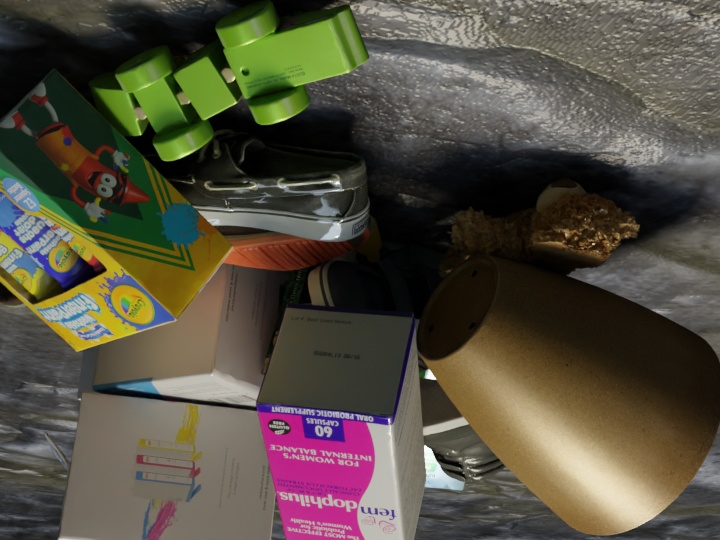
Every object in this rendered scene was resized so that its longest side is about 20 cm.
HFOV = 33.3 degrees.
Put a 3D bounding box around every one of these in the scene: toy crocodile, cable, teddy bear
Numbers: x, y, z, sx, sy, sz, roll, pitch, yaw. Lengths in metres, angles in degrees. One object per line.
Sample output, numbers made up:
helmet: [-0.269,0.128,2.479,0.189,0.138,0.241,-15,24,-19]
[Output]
toy crocodile: [-0.087,-0.123,0.755,0.199,0.062,0.068,-15,117,26]
cable: [0.000,0.000,1.038,0.097,0.051,0.200,-9,145,25]
teddy bear: [0.140,-0.026,0.983,0.144,0.067,0.200,8,165,-1]

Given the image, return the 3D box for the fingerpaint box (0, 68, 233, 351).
fingerpaint box: [-0.208,-0.031,0.847,0.167,0.073,0.200,46,151,-18]

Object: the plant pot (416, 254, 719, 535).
plant pot: [0.146,0.080,0.939,0.200,0.187,0.186,33,146,-24]

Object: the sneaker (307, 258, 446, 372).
sneaker: [0.035,0.029,0.989,0.079,0.079,0.200,-24,156,23]

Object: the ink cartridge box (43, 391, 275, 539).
ink cartridge box: [-0.176,0.186,1.048,0.199,0.126,0.129,7,161,-7]

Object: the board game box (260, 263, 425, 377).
board game box: [-0.004,0.069,1.063,0.023,0.105,0.200,4,163,39]

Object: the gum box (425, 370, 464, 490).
gum box: [0.041,0.127,1.227,0.169,0.045,0.201,6,118,-9]

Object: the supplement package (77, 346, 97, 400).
supplement package: [-0.173,0.095,1.227,0.117,0.118,0.200,-11,154,30]

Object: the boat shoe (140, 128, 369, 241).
boat shoe: [-0.089,-0.072,0.886,0.199,0.071,0.064,7,127,11]

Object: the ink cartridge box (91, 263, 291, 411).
ink cartridge box: [-0.110,0.057,1.081,0.146,0.147,0.200,-10,155,35]

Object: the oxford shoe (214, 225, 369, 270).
oxford shoe: [-0.091,-0.041,0.936,0.199,0.073,0.071,-3,162,12]

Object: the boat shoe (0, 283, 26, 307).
boat shoe: [-0.249,-0.013,1.040,0.076,0.072,0.200,5,161,-40]

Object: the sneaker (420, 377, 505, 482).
sneaker: [0.063,0.147,1.061,0.199,0.071,0.100,-4,127,-19]

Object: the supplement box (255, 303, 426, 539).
supplement box: [-0.009,0.133,0.928,0.101,0.104,0.201,4,135,12]

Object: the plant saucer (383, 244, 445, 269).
plant saucer: [0.107,0.018,1.140,0.199,0.019,0.070,16,155,-32]
